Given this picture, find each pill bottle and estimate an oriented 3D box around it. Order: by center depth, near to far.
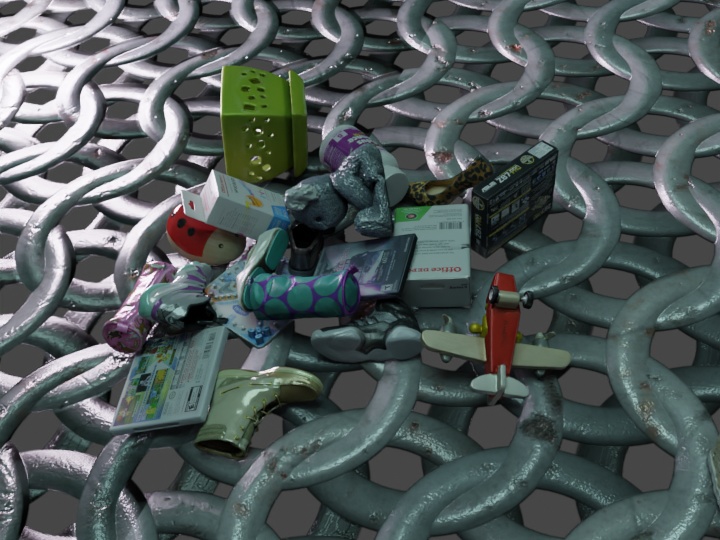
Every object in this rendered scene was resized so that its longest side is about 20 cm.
[{"bbox_3d":[0.010,-0.216,1.923,0.112,0.112,0.200,-30,49,-21],"label":"pill bottle"}]

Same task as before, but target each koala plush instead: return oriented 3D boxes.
[{"bbox_3d":[-0.047,-0.141,1.764,0.199,0.177,0.184,-9,90,4],"label":"koala plush"}]

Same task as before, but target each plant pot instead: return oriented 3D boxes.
[{"bbox_3d":[-0.207,-0.317,2.001,0.181,0.200,0.199,-3,44,-5],"label":"plant pot"}]

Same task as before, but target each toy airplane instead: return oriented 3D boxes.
[{"bbox_3d":[0.230,0.131,1.552,0.199,0.141,0.200,-37,88,-13],"label":"toy airplane"}]

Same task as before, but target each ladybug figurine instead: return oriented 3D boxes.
[{"bbox_3d":[-0.320,-0.085,1.868,0.200,0.072,0.136,27,55,30],"label":"ladybug figurine"}]

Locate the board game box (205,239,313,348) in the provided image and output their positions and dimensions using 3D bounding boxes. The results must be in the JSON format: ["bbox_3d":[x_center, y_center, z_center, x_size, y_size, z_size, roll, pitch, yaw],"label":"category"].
[{"bbox_3d":[-0.194,0.038,1.762,0.200,0.026,0.200,28,56,31],"label":"board game box"}]

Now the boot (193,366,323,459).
[{"bbox_3d":[-0.169,0.239,1.526,0.199,0.072,0.155,-2,44,16],"label":"boot"}]

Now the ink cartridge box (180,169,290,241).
[{"bbox_3d":[-0.249,-0.130,1.821,0.200,0.068,0.115,18,25,-26],"label":"ink cartridge box"}]

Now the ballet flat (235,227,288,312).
[{"bbox_3d":[-0.197,0.002,1.740,0.069,0.070,0.200,10,53,17],"label":"ballet flat"}]

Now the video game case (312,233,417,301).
[{"bbox_3d":[0.000,0.000,1.694,0.200,0.019,0.143,-7,46,28],"label":"video game case"}]

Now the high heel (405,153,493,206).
[{"bbox_3d":[0.173,-0.192,1.853,0.199,0.143,0.071,12,48,18],"label":"high heel"}]

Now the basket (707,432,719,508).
[{"bbox_3d":[0.618,0.301,1.293,0.199,0.161,0.199,-4,46,7],"label":"basket"}]

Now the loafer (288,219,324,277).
[{"bbox_3d":[-0.108,-0.063,1.801,0.072,0.063,0.200,2,34,-2],"label":"loafer"}]

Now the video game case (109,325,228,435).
[{"bbox_3d":[-0.331,0.191,1.601,0.182,0.022,0.200,-11,43,19],"label":"video game case"}]

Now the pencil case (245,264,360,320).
[{"bbox_3d":[-0.101,0.041,1.637,0.200,0.085,0.093,-2,63,25],"label":"pencil case"}]

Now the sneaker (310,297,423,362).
[{"bbox_3d":[0.013,0.101,1.640,0.199,0.076,0.114,0,44,1],"label":"sneaker"}]

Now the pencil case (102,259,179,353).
[{"bbox_3d":[-0.405,0.066,1.706,0.083,0.087,0.200,-7,36,24],"label":"pencil case"}]

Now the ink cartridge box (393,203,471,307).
[{"bbox_3d":[0.136,-0.028,1.737,0.146,0.084,0.200,-2,46,8],"label":"ink cartridge box"}]

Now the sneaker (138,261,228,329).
[{"bbox_3d":[-0.293,0.059,1.671,0.140,0.078,0.200,23,32,17],"label":"sneaker"}]

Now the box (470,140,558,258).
[{"bbox_3d":[0.297,-0.137,1.770,0.200,0.161,0.049,-36,52,-24],"label":"box"}]
